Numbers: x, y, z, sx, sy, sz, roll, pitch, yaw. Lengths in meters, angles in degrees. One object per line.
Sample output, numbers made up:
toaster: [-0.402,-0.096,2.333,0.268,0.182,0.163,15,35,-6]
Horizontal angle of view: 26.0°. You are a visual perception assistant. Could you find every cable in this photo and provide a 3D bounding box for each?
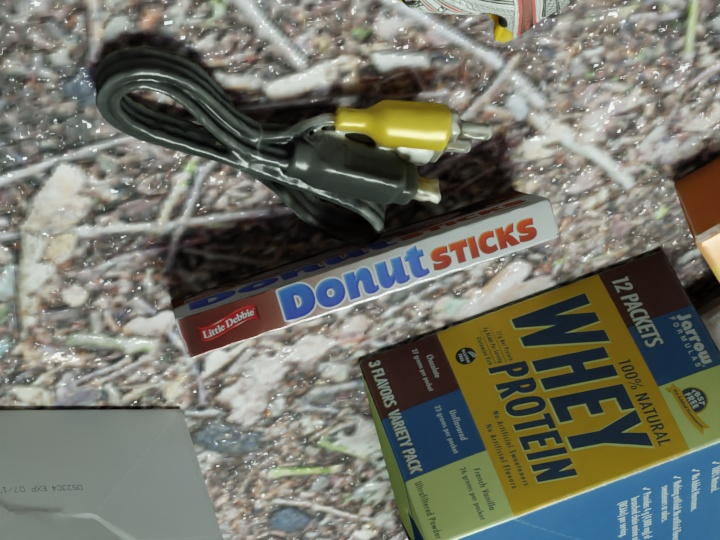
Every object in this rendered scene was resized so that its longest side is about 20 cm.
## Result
cable: [-0.039,-0.064,0.753,0.198,0.051,0.097,15,147,-23]

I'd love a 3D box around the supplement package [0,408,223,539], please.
supplement package: [-0.198,0.196,0.875,0.189,0.148,0.201,3,135,-29]

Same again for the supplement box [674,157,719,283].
supplement box: [0.257,0.022,0.909,0.066,0.069,0.201,-28,118,14]

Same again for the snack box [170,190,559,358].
snack box: [0.000,0.000,0.808,0.198,0.072,0.025,-18,99,-7]

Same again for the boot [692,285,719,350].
boot: [0.321,0.015,0.991,0.185,0.065,0.200,31,116,-31]

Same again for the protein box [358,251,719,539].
protein box: [0.124,0.128,0.967,0.198,0.136,0.200,-19,142,-4]

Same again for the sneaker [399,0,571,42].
sneaker: [0.025,-0.145,0.641,0.199,0.078,0.082,19,127,-41]
